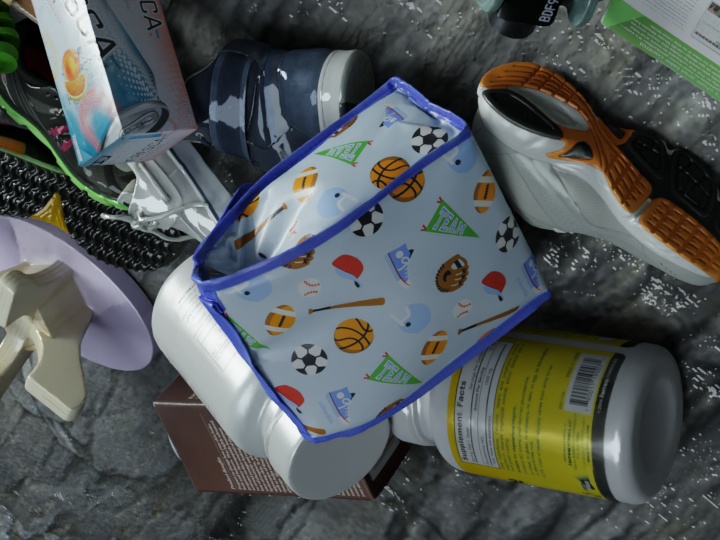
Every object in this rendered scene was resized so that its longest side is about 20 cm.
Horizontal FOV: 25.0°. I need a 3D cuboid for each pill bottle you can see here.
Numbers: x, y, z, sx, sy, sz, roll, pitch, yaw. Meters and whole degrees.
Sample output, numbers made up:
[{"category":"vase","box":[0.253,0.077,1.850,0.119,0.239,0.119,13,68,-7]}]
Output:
[{"category":"pill bottle","box":[0.123,0.097,1.171,0.199,0.113,0.113,8,128,32]},{"category":"pill bottle","box":[-0.067,0.077,1.234,0.200,0.114,0.115,46,147,40]}]

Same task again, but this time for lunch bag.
[{"category":"lunch bag","box":[0.000,0.000,1.090,0.124,0.200,0.170,39,166,53]}]

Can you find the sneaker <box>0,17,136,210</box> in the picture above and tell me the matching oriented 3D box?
[{"category":"sneaker","box":[-0.208,-0.120,1.260,0.199,0.077,0.084,37,141,3]}]

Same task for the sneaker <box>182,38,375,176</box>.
[{"category":"sneaker","box":[-0.060,-0.074,1.183,0.145,0.077,0.204,9,123,20]}]

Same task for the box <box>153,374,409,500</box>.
[{"category":"box","box":[-0.067,0.132,1.365,0.199,0.075,0.101,-3,122,35]}]

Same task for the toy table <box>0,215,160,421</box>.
[{"category":"toy table","box":[-0.285,0.040,1.415,0.199,0.117,0.185,27,135,16]}]

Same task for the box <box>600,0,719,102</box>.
[{"category":"box","box":[0.217,-0.150,0.897,0.144,0.036,0.200,35,164,6]}]

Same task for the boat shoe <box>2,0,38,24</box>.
[{"category":"boat shoe","box":[-0.270,-0.237,1.205,0.200,0.074,0.076,44,127,-3]}]

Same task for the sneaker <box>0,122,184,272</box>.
[{"category":"sneaker","box":[-0.233,-0.072,1.329,0.199,0.090,0.070,22,121,-17]}]

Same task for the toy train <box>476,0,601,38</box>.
[{"category":"toy train","box":[0.115,-0.227,0.921,0.084,0.115,0.201,6,143,-14]}]

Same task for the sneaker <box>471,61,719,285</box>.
[{"category":"sneaker","box":[0.155,-0.051,1.069,0.200,0.076,0.092,39,145,13]}]

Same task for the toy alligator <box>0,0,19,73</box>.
[{"category":"toy alligator","box":[-0.300,-0.209,1.243,0.059,0.054,0.201,104,147,-61]}]

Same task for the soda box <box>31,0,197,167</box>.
[{"category":"soda box","box":[-0.183,-0.178,1.141,0.063,0.068,0.202,-27,77,45]}]

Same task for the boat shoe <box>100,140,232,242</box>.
[{"category":"boat shoe","box":[-0.154,-0.059,1.206,0.203,0.086,0.075,54,173,-6]}]
